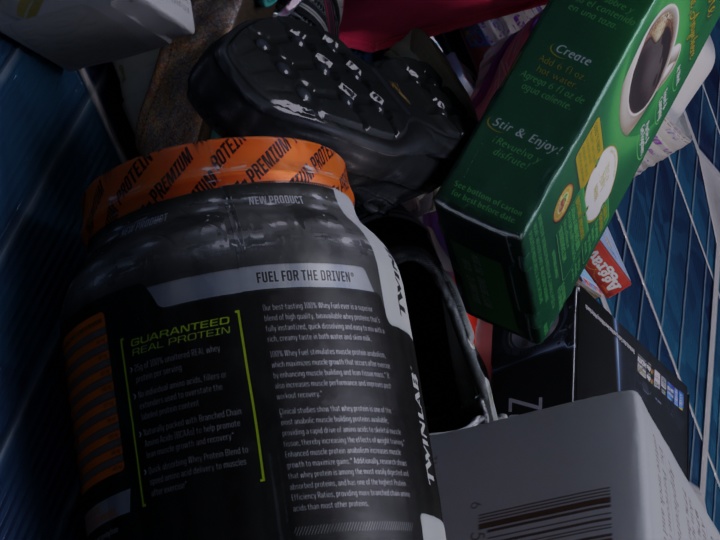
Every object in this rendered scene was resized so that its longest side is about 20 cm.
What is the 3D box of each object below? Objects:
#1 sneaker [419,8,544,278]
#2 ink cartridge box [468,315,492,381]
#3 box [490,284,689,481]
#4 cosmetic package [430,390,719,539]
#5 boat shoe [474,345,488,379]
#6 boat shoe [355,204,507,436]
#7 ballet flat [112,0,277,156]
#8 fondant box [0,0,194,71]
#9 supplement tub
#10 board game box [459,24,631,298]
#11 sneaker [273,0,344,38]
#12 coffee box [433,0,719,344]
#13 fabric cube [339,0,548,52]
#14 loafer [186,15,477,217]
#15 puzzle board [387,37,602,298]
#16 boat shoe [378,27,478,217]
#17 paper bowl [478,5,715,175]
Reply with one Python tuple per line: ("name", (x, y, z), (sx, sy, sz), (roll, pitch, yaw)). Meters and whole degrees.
("sneaker", (0.089, -0.073, 1.283), (0.080, 0.088, 0.200), (34, 47, -10))
("ink cartridge box", (0.072, 0.078, 1.317), (0.200, 0.044, 0.174), (-80, 151, -52))
("box", (0.115, 0.110, 1.245), (0.200, 0.044, 0.160), (39, 50, -61))
("cosmetic package", (0.072, 0.184, 1.029), (0.200, 0.166, 0.167), (56, 26, -44))
("boat shoe", (0.000, 0.000, 1.124), (0.200, 0.064, 0.071), (54, 28, -48))
("boat shoe", (0.030, 0.070, 1.081), (0.068, 0.074, 0.199), (-129, -151, -61))
("ballet flat", (-0.062, -0.104, 0.990), (0.068, 0.067, 0.200), (-34, 143, -68))
("fondant box", (-0.126, -0.188, 0.908), (0.144, 0.058, 0.200), (28, 49, -66))
("supplement tub", (-0.037, 0.063, 0.870), (0.123, 0.122, 0.200), (31, 48, -65))
("board game box", (0.101, -0.079, 1.465), (0.103, 0.019, 0.200), (51, 14, -37))
("sneaker", (-0.053, -0.137, 1.052), (0.200, 0.081, 0.075), (53, 31, -51))
("coffee box", (0.100, -0.079, 1.064), (0.200, 0.044, 0.123), (-60, 162, -15))
("fabric cube", (0.043, -0.232, 1.220), (0.196, 0.200, 0.199), (4, 73, -72))
("loafer", (-0.015, -0.049, 0.966), (0.068, 0.070, 0.201), (52, 16, 16))
("puzzle board", (0.075, -0.067, 1.414), (0.151, 0.017, 0.200), (64, 13, 20))
("boat shoe", (0.006, -0.058, 1.160), (0.072, 0.065, 0.200), (62, -9, 4))
("paper bowl", (0.134, -0.155, 1.494), (0.201, 0.104, 0.201), (53, 14, -19))
